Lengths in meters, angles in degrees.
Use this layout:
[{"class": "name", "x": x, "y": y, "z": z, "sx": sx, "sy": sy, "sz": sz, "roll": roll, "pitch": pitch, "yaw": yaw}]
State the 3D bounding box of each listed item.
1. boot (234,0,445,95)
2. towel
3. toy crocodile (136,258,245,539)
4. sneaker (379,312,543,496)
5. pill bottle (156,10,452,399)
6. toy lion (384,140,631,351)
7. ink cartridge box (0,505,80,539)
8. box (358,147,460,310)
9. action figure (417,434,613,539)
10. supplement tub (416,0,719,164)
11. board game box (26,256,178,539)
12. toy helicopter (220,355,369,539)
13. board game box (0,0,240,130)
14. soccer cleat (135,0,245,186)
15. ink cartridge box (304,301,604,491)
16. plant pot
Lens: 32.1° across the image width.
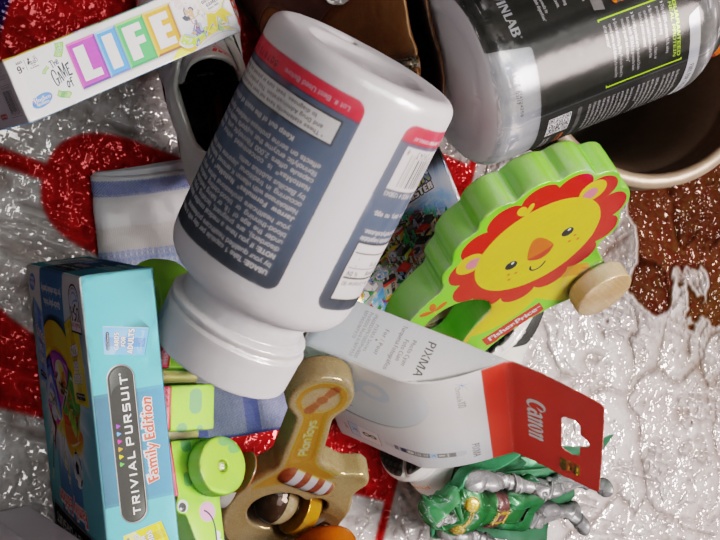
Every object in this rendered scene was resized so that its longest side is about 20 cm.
[{"class": "boot", "x": -0.023, "y": -0.176, "z": 0.832, "sx": 0.068, "sy": 0.199, "sz": 0.192, "roll": -10, "pitch": 98, "yaw": -26}, {"class": "towel", "x": -0.104, "y": 0.020, "z": 0.865, "sx": 0.144, "sy": 0.024, "sz": 0.204, "roll": -7, "pitch": 97, "yaw": -9}, {"class": "toy crocodile", "x": -0.119, "y": 0.094, "z": 0.809, "sx": 0.061, "sy": 0.067, "sz": 0.204, "roll": 1, "pitch": 82, "yaw": -43}, {"class": "sneaker", "x": 0.090, "y": 0.091, "z": 1.003, "sx": 0.201, "sy": 0.073, "sz": 0.080, "roll": -56, "pitch": 132, "yaw": -13}, {"class": "pill bottle", "x": -0.041, "y": -0.034, "z": 0.729, "sx": 0.118, "sy": 0.120, "sz": 0.202, "roll": 19, "pitch": 108, "yaw": -31}, {"class": "toy lion", "x": 0.099, "y": -0.004, "z": 0.870, "sx": 0.199, "sy": 0.069, "sz": 0.192, "roll": -34, "pitch": 151, "yaw": 8}, {"class": "ink cartridge box", "x": -0.239, "y": 0.262, "z": 0.745, "sx": 0.144, "sy": 0.146, "sz": 0.204, "roll": -5, "pitch": 94, "yaw": -31}, {"class": "box", "x": 0.000, "y": 0.000, "z": 0.952, "sx": 0.199, "sy": 0.035, "sz": 0.111, "roll": -33, "pitch": 109, "yaw": -27}, {"class": "action figure", "x": 0.118, "y": 0.185, "z": 0.989, "sx": 0.198, "sy": 0.055, "sz": 0.119, "roll": 4, "pitch": 118, "yaw": -41}, {"class": "supplement tub", "x": 0.141, "y": -0.156, "z": 0.801, "sx": 0.197, "sy": 0.122, "sz": 0.124, "roll": -21, "pitch": 103, "yaw": -17}, {"class": "board game box", "x": -0.162, "y": 0.097, "z": 0.782, "sx": 0.046, "sy": 0.150, "sz": 0.204, "roll": -7, "pitch": 96, "yaw": -25}, {"class": "toy helicopter", "x": -0.054, "y": 0.128, "z": 0.856, "sx": 0.130, "sy": 0.080, "sz": 0.202, "roll": 4, "pitch": 134, "yaw": -15}, {"class": "board game box", "x": -0.173, "y": -0.121, "z": 0.739, "sx": 0.133, "sy": 0.199, "sz": 0.035, "roll": -30, "pitch": 106, "yaw": -28}, {"class": "soccer cleat", "x": -0.105, "y": -0.142, "z": 0.820, "sx": 0.067, "sy": 0.085, "sz": 0.203, "roll": -10, "pitch": 76, "yaw": -12}, {"class": "ink cartridge box", "x": 0.066, "y": 0.102, "z": 0.859, "sx": 0.048, "sy": 0.198, "sz": 0.161, "roll": -59, "pitch": 158, "yaw": -22}, {"class": "plant pot", "x": 0.182, "y": -0.154, "z": 0.967, "sx": 0.197, "sy": 0.174, "sz": 0.204, "roll": 1, "pitch": 87, "yaw": -17}]
